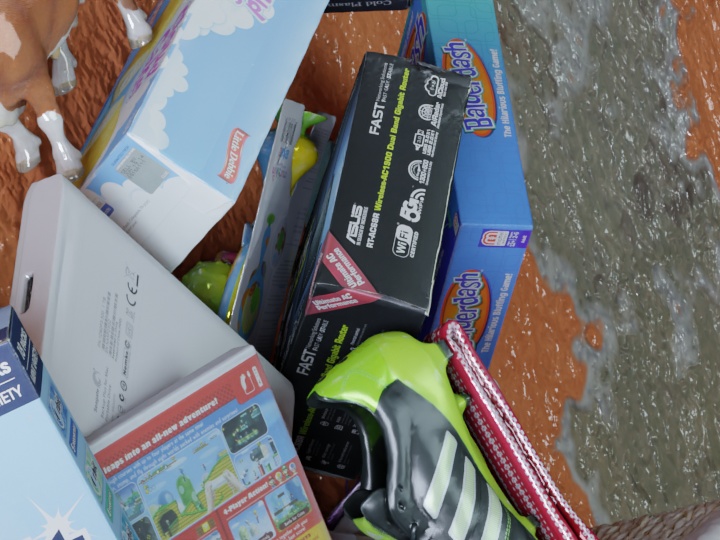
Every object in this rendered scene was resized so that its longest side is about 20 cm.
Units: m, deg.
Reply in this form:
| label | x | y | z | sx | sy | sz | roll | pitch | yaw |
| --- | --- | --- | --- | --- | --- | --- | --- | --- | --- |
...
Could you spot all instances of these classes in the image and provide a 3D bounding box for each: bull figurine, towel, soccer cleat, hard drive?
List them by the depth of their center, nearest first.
| label | x | y | z | sx | sy | sz | roll | pitch | yaw |
| --- | --- | --- | --- | --- | --- | --- | --- | --- | --- |
| hard drive | -0.099 | 0.061 | 1.439 | 0.200 | 0.026 | 0.132 | 45 | 37 | -42 |
| bull figurine | -0.174 | -0.116 | 1.492 | 0.122 | 0.065 | 0.200 | 61 | 37 | -31 |
| soccer cleat | 0.042 | 0.128 | 1.498 | 0.081 | 0.067 | 0.200 | -30 | 93 | -23 |
| towel | 0.065 | 0.105 | 1.590 | 0.022 | 0.200 | 0.145 | -30 | 84 | -15 |

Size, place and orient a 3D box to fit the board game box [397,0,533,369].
| label | x | y | z | sx | sy | sz | roll | pitch | yaw |
| --- | --- | --- | --- | --- | --- | --- | --- | --- | --- |
| board game box | 0.051 | -0.052 | 1.719 | 0.152 | 0.045 | 0.200 | 104 | -16 | -48 |

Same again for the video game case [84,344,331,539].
| label | x | y | z | sx | sy | sz | roll | pitch | yaw |
| --- | --- | --- | --- | --- | --- | --- | --- | --- | --- |
| video game case | -0.062 | 0.153 | 1.390 | 0.143 | 0.017 | 0.201 | -31 | 104 | -44 |

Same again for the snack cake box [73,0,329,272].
| label | x | y | z | sx | sy | sz | roll | pitch | yaw |
| --- | --- | --- | --- | --- | --- | --- | --- | --- | --- |
| snack cake box | -0.088 | -0.088 | 1.555 | 0.067 | 0.115 | 0.200 | 33 | 46 | -11 |

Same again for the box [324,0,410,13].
| label | x | y | z | sx | sy | sz | roll | pitch | yaw |
| --- | --- | --- | --- | --- | --- | --- | --- | --- | --- |
| box | -0.028 | -0.270 | 1.677 | 0.182 | 0.104 | 0.201 | 77 | 12 | -70 |

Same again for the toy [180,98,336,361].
| label | x | y | z | sx | sy | sz | roll | pitch | yaw |
| --- | --- | --- | --- | --- | --- | --- | --- | --- | --- |
| toy | -0.067 | 0.006 | 1.586 | 0.115 | 0.047 | 0.201 | 9 | 100 | -78 |

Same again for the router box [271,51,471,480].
| label | x | y | z | sx | sy | sz | roll | pitch | yaw |
| --- | --- | --- | --- | --- | --- | --- | --- | --- | --- |
| router box | 0.000 | 0.000 | 1.614 | 0.200 | 0.062 | 0.150 | 111 | -8 | -57 |

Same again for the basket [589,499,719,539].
| label | x | y | z | sx | sy | sz | roll | pitch | yaw |
| --- | --- | --- | --- | --- | --- | --- | --- | --- | --- |
| basket | 0.180 | 0.262 | 1.827 | 0.200 | 0.160 | 0.199 | -30 | 105 | -58 |

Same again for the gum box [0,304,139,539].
| label | x | y | z | sx | sy | sz | roll | pitch | yaw |
| --- | --- | --- | --- | --- | --- | --- | --- | --- | --- |
| gum box | -0.181 | 0.139 | 1.289 | 0.045 | 0.169 | 0.200 | -101 | 166 | -68 |

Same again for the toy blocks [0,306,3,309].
| label | x | y | z | sx | sy | sz | roll | pitch | yaw |
| --- | --- | --- | --- | --- | --- | --- | --- | --- | --- |
| toy blocks | -0.177 | 0.082 | 1.403 | 0.200 | 0.100 | 0.137 | 48 | 31 | -38 |

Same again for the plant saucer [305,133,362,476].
| label | x | y | z | sx | sy | sz | roll | pitch | yaw |
| --- | --- | --- | --- | --- | --- | --- | --- | --- | --- |
| plant saucer | -0.005 | 0.020 | 1.757 | 0.070 | 0.019 | 0.201 | 22 | 60 | -54 |

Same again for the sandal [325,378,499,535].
| label | x | y | z | sx | sy | sz | roll | pitch | yaw |
| --- | --- | --- | --- | --- | --- | --- | --- | --- | --- |
| sandal | 0.016 | 0.135 | 1.717 | 0.203 | 0.050 | 0.083 | -46 | 139 | -37 |

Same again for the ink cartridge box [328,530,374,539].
| label | x | y | z | sx | sy | sz | roll | pitch | yaw |
| --- | --- | --- | --- | --- | --- | --- | --- | --- | --- |
| ink cartridge box | -0.066 | 0.213 | 1.533 | 0.200 | 0.075 | 0.165 | 13 | 69 | -55 |
